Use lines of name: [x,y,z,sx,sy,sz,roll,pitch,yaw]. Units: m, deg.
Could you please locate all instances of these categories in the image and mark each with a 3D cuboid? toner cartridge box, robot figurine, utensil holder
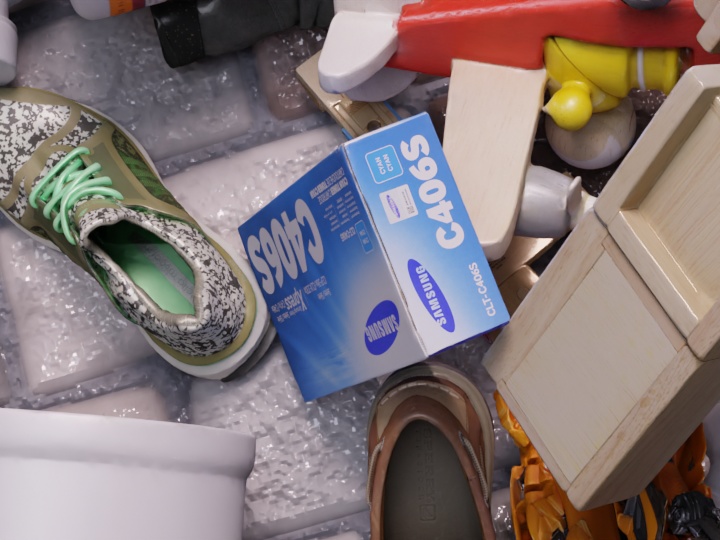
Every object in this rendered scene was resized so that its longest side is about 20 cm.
toner cartridge box: [0.000,0.000,0.922,0.043,0.200,0.096,-22,87,-18]
robot figurine: [0.110,0.119,0.900,0.058,0.145,0.201,12,49,-22]
utensil holder: [-0.139,0.170,0.940,0.168,0.170,0.202,3,83,9]

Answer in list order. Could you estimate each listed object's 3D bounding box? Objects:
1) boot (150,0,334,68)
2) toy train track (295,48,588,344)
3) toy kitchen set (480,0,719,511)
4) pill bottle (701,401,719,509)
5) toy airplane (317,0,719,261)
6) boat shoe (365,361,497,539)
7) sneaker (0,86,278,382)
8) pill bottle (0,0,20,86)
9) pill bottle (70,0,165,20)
boot: [-0.059,-0.206,1.055,0.129,0.068,0.202,-14,81,-4]
toy train track: [0.039,-0.030,1.013,0.114,0.033,0.200,-38,72,-9]
toy kitchen set: [0.160,-0.034,0.864,0.164,0.199,0.181,57,136,27]
pill bottle: [0.220,0.055,0.930,0.111,0.111,0.201,29,86,13]
toy airplane: [0.080,-0.100,0.963,0.200,0.142,0.199,-39,40,-9]
boat shoe: [0.034,0.146,0.943,0.075,0.072,0.202,-9,99,8]
sneaker: [-0.125,-0.029,1.011,0.200,0.089,0.077,39,88,14]
pill bottle: [-0.215,-0.197,1.043,0.111,0.112,0.202,-4,79,8]
pill bottle: [-0.053,-0.196,0.964,0.198,0.113,0.114,-16,77,-8]
